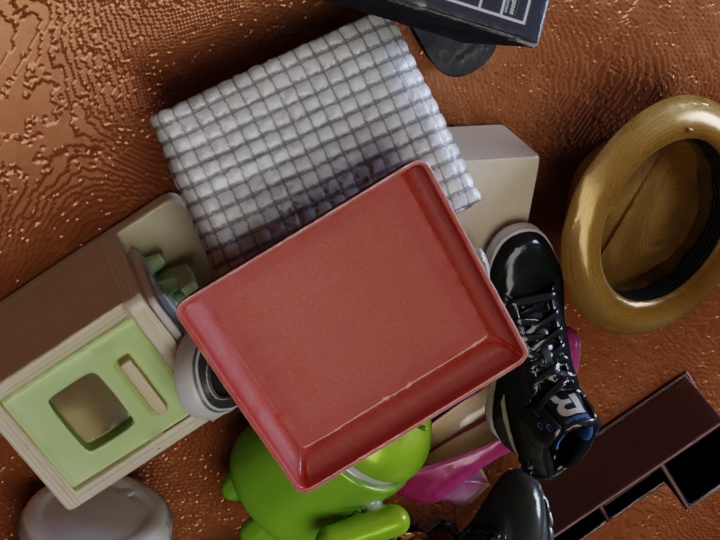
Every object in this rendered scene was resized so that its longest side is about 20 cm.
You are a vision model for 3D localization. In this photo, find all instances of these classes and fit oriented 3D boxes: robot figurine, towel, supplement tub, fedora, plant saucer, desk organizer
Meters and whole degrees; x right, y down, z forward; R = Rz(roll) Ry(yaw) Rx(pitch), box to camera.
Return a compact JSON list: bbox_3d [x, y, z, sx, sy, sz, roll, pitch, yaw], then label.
[{"bbox_3d":[-0.024,0.143,1.437,0.115,0.176,0.200,6,142,-47],"label":"robot figurine"},{"bbox_3d":[-0.035,-0.076,1.318,0.199,0.086,0.166,-26,94,-4],"label":"towel"},{"bbox_3d":[-0.212,0.275,1.459,0.122,0.123,0.201,-6,119,-16],"label":"supplement tub"},{"bbox_3d":[0.222,-0.050,1.448,0.200,0.082,0.202,-11,112,-29],"label":"fedora"},{"bbox_3d":[-0.005,0.037,1.287,0.199,0.037,0.200,-31,124,0],"label":"plant saucer"},{"bbox_3d":[0.234,0.186,1.592,0.200,0.077,0.072,-34,123,2],"label":"desk organizer"}]

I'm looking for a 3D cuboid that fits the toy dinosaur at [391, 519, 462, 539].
[{"bbox_3d":[0.027,0.263,1.572,0.200,0.102,0.136,37,86,-13],"label":"toy dinosaur"}]

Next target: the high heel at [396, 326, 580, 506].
[{"bbox_3d":[0.099,0.118,1.515,0.096,0.068,0.200,17,124,-37],"label":"high heel"}]

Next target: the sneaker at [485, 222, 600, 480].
[{"bbox_3d":[0.147,0.070,1.403,0.073,0.112,0.201,-16,122,-19],"label":"sneaker"}]

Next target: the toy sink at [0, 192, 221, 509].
[{"bbox_3d":[-0.178,0.061,1.359,0.199,0.112,0.131,-32,123,0],"label":"toy sink"}]

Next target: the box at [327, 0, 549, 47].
[{"bbox_3d":[0.034,-0.270,1.216,0.197,0.123,0.201,14,92,-24],"label":"box"}]

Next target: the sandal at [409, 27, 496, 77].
[{"bbox_3d":[0.038,-0.219,1.321,0.076,0.043,0.200,-44,122,7],"label":"sandal"}]

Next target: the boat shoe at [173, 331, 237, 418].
[{"bbox_3d":[-0.071,0.053,1.355,0.056,0.200,0.069,-14,100,28],"label":"boat shoe"}]

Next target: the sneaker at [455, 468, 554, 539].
[{"bbox_3d":[0.096,0.258,1.523,0.091,0.076,0.201,29,79,-39],"label":"sneaker"}]

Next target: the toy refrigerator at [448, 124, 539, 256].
[{"bbox_3d":[0.078,-0.011,1.436,0.076,0.070,0.201,-5,120,-24],"label":"toy refrigerator"}]

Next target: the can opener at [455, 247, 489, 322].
[{"bbox_3d":[0.000,0.000,1.369,0.199,0.067,0.054,9,118,6],"label":"can opener"}]
